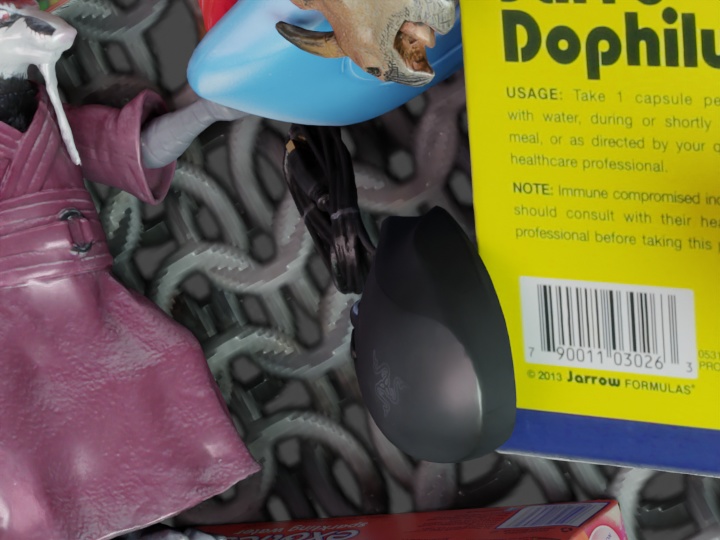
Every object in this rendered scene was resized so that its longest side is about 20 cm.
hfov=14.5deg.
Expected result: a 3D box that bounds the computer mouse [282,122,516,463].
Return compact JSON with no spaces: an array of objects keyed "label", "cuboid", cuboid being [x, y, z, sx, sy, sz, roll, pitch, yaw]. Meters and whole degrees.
[{"label":"computer mouse","cuboid":[0.000,0.000,0.807,0.200,0.034,0.059,-128,31,-65]}]

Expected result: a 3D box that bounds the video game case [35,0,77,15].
[{"label":"video game case","cuboid":[-0.146,-0.141,0.938,0.199,0.017,0.144,-26,91,35]}]

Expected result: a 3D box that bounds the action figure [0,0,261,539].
[{"label":"action figure","cuboid":[-0.102,-0.001,0.912,0.149,0.133,0.201,-25,76,61]}]

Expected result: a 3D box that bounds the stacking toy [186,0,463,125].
[{"label":"stacking toy","cuboid":[-0.035,-0.146,0.827,0.116,0.110,0.200,-45,68,19]}]

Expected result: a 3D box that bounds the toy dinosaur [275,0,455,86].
[{"label":"toy dinosaur","cuboid":[-0.027,-0.155,0.718,0.136,0.085,0.201,123,140,-55]}]

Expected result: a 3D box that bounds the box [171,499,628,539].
[{"label":"box","cuboid":[-0.015,0.137,0.892,0.199,0.103,0.095,-7,101,33]}]

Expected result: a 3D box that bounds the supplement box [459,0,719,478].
[{"label":"supplement box","cuboid":[0.098,-0.057,0.755,0.109,0.109,0.201,4,108,31]}]
